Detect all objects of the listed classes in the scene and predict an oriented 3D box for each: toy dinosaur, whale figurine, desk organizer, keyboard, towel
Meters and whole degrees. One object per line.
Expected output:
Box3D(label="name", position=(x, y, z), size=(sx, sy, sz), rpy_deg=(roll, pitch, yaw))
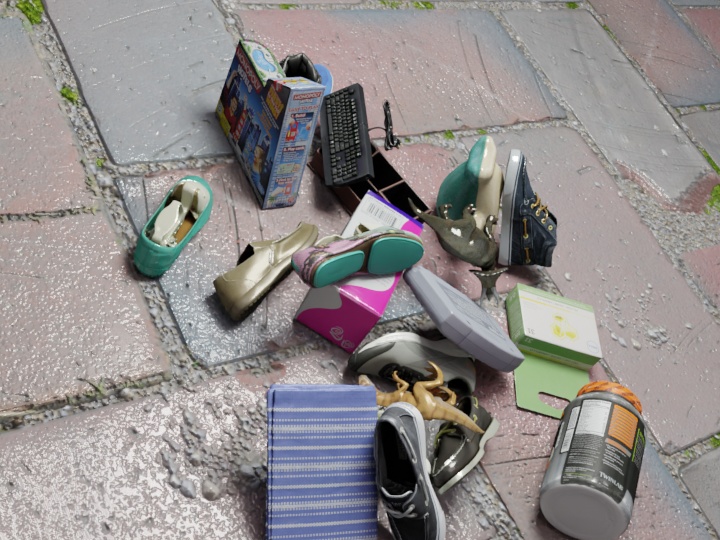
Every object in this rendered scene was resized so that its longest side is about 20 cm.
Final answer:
Box3D(label="toy dinosaur", position=(0.090, 0.174, 1.168), size=(0.198, 0.061, 0.106), rpy_deg=(11, 32, 30))
Box3D(label="whale figurine", position=(0.170, -0.129, 1.432), size=(0.102, 0.201, 0.161), rpy_deg=(10, 66, 11))
Box3D(label="toy dinosaur", position=(0.154, -0.047, 1.337), size=(0.200, 0.077, 0.103), rpy_deg=(42, 32, -24))
Box3D(label="desk organizer", position=(0.014, -0.130, 1.419), size=(0.071, 0.077, 0.200), rpy_deg=(-27, 70, -41))
Box3D(label="keyboard", position=(-0.002, -0.216, 1.406), size=(0.126, 0.021, 0.202), rpy_deg=(-15, 53, 11))
Box3D(label="towel", position=(-0.046, 0.234, 1.068), size=(0.143, 0.024, 0.203), rpy_deg=(3, 84, -26))

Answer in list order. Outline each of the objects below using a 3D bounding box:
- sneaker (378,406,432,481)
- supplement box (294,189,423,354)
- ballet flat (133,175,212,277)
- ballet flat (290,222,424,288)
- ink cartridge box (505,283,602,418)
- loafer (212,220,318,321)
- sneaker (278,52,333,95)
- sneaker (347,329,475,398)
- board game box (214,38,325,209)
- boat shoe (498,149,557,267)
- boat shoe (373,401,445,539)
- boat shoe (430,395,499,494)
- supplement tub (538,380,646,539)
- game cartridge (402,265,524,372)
Box3D(label="sneaker", position=(0.003, 0.205, 1.159), size=(0.199, 0.077, 0.089), rpy_deg=(32, 33, -11))
Box3D(label="supplement box", position=(0.000, 0.000, 1.290), size=(0.101, 0.104, 0.201), rpy_deg=(32, 44, -3))
Box3D(label="ballet flat", position=(-0.243, -0.077, 1.237), size=(0.067, 0.071, 0.201), rpy_deg=(27, 46, -6))
Box3D(label="ballet flat", position=(-0.006, -0.027, 1.201), size=(0.198, 0.070, 0.071), rpy_deg=(-15, 43, -36))
Box3D(label="ink cartridge box", position=(0.299, 0.127, 1.395), size=(0.144, 0.048, 0.202), rpy_deg=(17, 46, -18))
Box3D(label="loafer", position=(-0.127, -0.014, 1.248), size=(0.067, 0.076, 0.200), rpy_deg=(42, 46, -1))
Box3D(label="sneaker", position=(-0.088, -0.308, 1.481), size=(0.076, 0.112, 0.200), rpy_deg=(38, 45, 4))
Box3D(label="sneaker", position=(0.077, 0.133, 1.248), size=(0.198, 0.074, 0.080), rpy_deg=(7, 56, -25))
Box3D(label="board game box", position=(-0.128, -0.232, 1.336), size=(0.061, 0.200, 0.201), rpy_deg=(-11, 61, -34))
Box3D(label="boat shoe", position=(0.269, -0.096, 1.442), size=(0.090, 0.202, 0.071), rpy_deg=(5, 34, 11))
Box3D(label="boat shoe", position=(0.052, 0.260, 1.072), size=(0.068, 0.071, 0.203), rpy_deg=(-24, 109, -64))
Box3D(label="boat shoe", position=(0.123, 0.221, 1.173), size=(0.061, 0.072, 0.201), rpy_deg=(50, 23, 3))
Box3D(label="supplement tub", position=(0.323, 0.255, 1.250), size=(0.122, 0.123, 0.201), rpy_deg=(33, 45, -1))
Box3D(label="game cartridge", position=(0.149, 0.074, 1.282), size=(0.199, 0.041, 0.134), rpy_deg=(31, 14, -44))
